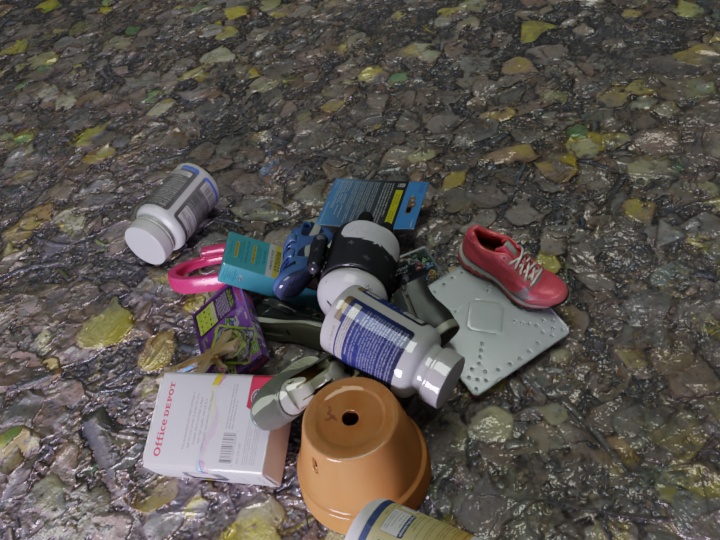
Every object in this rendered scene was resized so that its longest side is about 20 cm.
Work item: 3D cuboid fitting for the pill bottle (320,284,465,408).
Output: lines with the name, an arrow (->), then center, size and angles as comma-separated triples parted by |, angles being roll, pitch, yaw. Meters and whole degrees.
pill bottle -> 0.047, 0.113, 1.129 | 0.198, 0.112, 0.111 | 29, 56, 22

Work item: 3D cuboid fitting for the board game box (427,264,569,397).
board game box -> 0.203, 0.081, 1.268 | 0.198, 0.026, 0.201 | -30, 62, -17

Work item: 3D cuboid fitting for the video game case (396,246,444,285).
video game case -> 0.063, 0.053, 1.369 | 0.197, 0.024, 0.183 | -22, 45, -8

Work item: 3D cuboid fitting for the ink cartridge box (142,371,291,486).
ink cartridge box -> -0.209, 0.237, 1.169 | 0.196, 0.086, 0.150 | 0, 64, 19

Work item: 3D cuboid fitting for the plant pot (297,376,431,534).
plant pot -> -0.003, 0.249, 1.099 | 0.196, 0.141, 0.202 | -6, 44, 6

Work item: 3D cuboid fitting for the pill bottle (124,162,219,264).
pill bottle -> -0.383, -0.115, 1.581 | 0.112, 0.115, 0.201 | 12, 48, 24

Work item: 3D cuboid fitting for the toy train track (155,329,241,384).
toy train track -> -0.265, 0.159, 1.287 | 0.198, 0.033, 0.115 | -24, 23, 34

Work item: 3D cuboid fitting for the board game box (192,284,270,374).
board game box -> -0.226, 0.113, 1.336 | 0.120, 0.032, 0.201 | -43, 42, 17

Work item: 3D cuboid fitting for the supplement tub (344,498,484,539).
supplement tub -> 0.082, 0.379, 0.942 | 0.197, 0.146, 0.145 | 15, 50, 27

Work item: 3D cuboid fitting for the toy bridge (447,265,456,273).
toy bridge -> 0.076, 0.041, 1.340 | 0.196, 0.027, 0.068 | -11, 45, 2

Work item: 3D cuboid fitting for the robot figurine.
robot figurine -> -0.002, 0.000, 1.292 | 0.147, 0.126, 0.202 | 0, 48, 18

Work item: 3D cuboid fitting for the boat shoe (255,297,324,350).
boat shoe -> -0.094, 0.088, 1.334 | 0.197, 0.072, 0.068 | 9, 51, 25

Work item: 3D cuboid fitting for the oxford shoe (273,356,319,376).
oxford shoe -> -0.138, 0.202, 1.245 | 0.198, 0.058, 0.076 | -28, 68, 5

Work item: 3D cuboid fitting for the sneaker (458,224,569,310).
sneaker -> 0.246, -0.007, 1.256 | 0.198, 0.087, 0.074 | 30, 63, 18

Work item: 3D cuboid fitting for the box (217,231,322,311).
box -> -0.149, 0.003, 1.382 | 0.197, 0.049, 0.083 | 17, 44, -14

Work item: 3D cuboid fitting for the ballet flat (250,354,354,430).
ballet flat -> -0.079, 0.168, 1.131 | 0.063, 0.068, 0.199 | -27, -1, 40

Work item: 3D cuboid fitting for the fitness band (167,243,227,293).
fitness band -> -0.267, -0.008, 1.466 | 0.196, 0.038, 0.144 | -9, 24, 9

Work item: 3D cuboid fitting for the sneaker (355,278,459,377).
sneaker -> 0.053, 0.109, 1.231 | 0.199, 0.075, 0.107 | -38, 64, 7

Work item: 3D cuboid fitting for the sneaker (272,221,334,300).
sneaker -> -0.107, -0.020, 1.336 | 0.082, 0.074, 0.200 | 38, 35, 1

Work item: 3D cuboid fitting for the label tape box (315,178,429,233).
label tape box -> 0.028, -0.109, 1.510 | 0.196, 0.064, 0.145 | 5, 46, 18
